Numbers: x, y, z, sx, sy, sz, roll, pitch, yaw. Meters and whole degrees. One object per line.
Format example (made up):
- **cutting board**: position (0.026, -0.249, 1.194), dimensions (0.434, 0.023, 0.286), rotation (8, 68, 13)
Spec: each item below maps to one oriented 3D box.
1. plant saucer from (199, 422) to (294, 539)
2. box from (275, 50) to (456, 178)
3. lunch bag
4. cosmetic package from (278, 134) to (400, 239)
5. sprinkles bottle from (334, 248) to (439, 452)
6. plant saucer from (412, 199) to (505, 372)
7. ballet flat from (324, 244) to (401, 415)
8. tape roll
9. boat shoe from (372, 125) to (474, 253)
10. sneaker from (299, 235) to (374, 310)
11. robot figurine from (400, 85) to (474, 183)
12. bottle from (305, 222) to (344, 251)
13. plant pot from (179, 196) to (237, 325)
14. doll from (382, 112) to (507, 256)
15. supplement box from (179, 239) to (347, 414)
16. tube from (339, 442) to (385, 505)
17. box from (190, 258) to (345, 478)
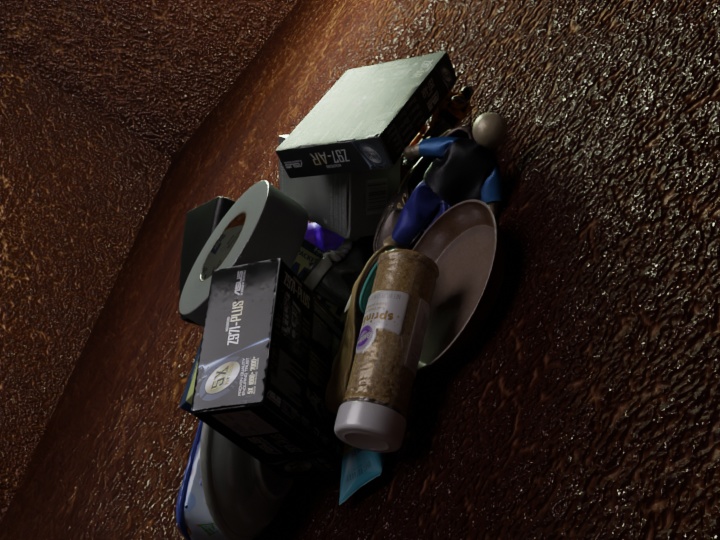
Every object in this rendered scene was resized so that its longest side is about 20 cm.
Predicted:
- **plant saucer**: position (-0.114, 0.207, 1.140), dimensions (0.050, 0.200, 0.201), rotation (-4, 45, 20)
- **box**: position (0.010, -0.195, 1.241), dimensions (0.160, 0.044, 0.200), rotation (-3, 38, 36)
- **lunch bag**: position (-0.161, 0.234, 1.199), dimensions (0.160, 0.075, 0.201), rotation (76, -161, -54)
- **cosmetic package**: position (-0.031, -0.118, 1.324), dimensions (0.200, 0.090, 0.107), rotation (23, 119, 54)
- **sprinkles bottle**: position (0.029, 0.078, 1.002), dimensions (0.068, 0.068, 0.201), rotation (-30, 39, 54)
- **plant saucer**: position (0.092, 0.022, 1.056), dimensions (0.200, 0.034, 0.201), rotation (-49, 25, 32)
- **ballet flat**: position (0.001, 0.063, 1.071), dimensions (0.063, 0.069, 0.201), rotation (-18, 47, 47)
- **tape roll**: position (-0.150, -0.014, 1.273), dimensions (0.200, 0.066, 0.201), rotation (-46, 23, 26)
- **boat shoe**: position (0.077, -0.091, 1.215), dimensions (0.200, 0.072, 0.060), rotation (-52, -16, 8)
- **sneaker**: position (0.000, 0.000, 1.295), dimensions (0.067, 0.090, 0.200), rotation (-54, -7, 31)
- **robot figurine**: position (0.076, -0.166, 1.324), dimensions (0.200, 0.058, 0.145), rotation (-52, 3, 44)
- **bottle**: position (-0.105, -0.035, 1.426), dimensions (0.084, 0.199, 0.065), rotation (-106, 13, -59)
- **plant pot**: position (-0.182, 0.011, 1.561), dimensions (0.200, 0.199, 0.178), rotation (-8, 64, 66)
- **doll**: position (0.099, -0.095, 1.137), dimensions (0.048, 0.136, 0.200), rotation (-12, -38, -58)
- **supplement box**: position (-0.115, 0.092, 1.331), dimensions (0.200, 0.134, 0.200), rotation (-44, 24, 36)
- **tube**: position (0.010, 0.150, 1.078), dimensions (0.077, 0.050, 0.200), rotation (-51, 23, 43)
- **box**: position (-0.083, 0.110, 1.063), dimensions (0.086, 0.200, 0.164), rotation (-10, 57, 23)
